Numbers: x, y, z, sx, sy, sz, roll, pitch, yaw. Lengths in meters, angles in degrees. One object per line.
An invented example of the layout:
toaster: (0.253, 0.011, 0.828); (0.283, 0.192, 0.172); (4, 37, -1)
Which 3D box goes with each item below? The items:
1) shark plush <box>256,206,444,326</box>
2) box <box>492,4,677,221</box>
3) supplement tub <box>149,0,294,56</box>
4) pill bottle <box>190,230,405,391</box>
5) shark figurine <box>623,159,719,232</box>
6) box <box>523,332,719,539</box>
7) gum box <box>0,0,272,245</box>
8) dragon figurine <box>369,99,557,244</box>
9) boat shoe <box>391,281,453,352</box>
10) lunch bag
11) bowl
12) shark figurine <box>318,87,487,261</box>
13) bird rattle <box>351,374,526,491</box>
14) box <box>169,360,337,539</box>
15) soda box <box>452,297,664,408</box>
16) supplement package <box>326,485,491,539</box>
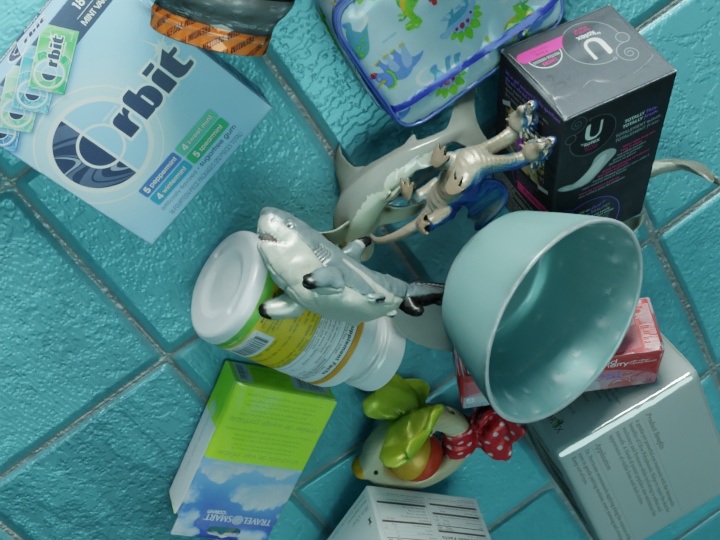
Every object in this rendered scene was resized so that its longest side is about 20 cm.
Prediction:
shark plush: (0.000, 0.000, 1.035); (0.199, 0.084, 0.091); (8, 154, -20)
box: (0.203, -0.128, 1.083); (0.122, 0.106, 0.200); (-25, 147, -15)
supplement tub: (-0.096, -0.275, 0.886); (0.122, 0.123, 0.200); (6, 112, -25)
pill bottle: (-0.055, 0.048, 1.123); (0.200, 0.111, 0.111); (26, 108, -33)
shark figurine: (0.271, -0.059, 1.221); (0.214, 0.128, 0.090); (-44, 153, -7)
box: (0.276, 0.161, 1.277); (0.171, 0.200, 0.199); (-30, 126, 0)
gum box: (-0.204, -0.141, 0.984); (0.170, 0.045, 0.200); (-47, 125, 9)
dragon figurine: (0.092, -0.072, 1.030); (0.099, 0.059, 0.200); (-8, 150, -38)
boat shoe: (0.103, 0.031, 1.187); (0.200, 0.093, 0.075); (24, 134, -38)
lunch bag: (0.075, -0.235, 1.021); (0.200, 0.083, 0.161); (-33, 130, 1)
bowl: (0.152, 0.025, 1.043); (0.200, 0.105, 0.201); (-23, 130, -31)
shark figurine: (0.018, -0.095, 1.082); (0.128, 0.090, 0.214); (0, 142, -49)
bird rattle: (0.077, 0.186, 1.298); (0.200, 0.113, 0.163); (13, 128, -42)
box: (-0.120, 0.198, 1.229); (0.122, 0.048, 0.200); (14, 114, -28)
soda box: (0.194, 0.083, 1.142); (0.199, 0.064, 0.070); (-8, 145, -1)
supplement package: (0.039, 0.360, 1.334); (0.155, 0.111, 0.200); (12, 127, -28)
